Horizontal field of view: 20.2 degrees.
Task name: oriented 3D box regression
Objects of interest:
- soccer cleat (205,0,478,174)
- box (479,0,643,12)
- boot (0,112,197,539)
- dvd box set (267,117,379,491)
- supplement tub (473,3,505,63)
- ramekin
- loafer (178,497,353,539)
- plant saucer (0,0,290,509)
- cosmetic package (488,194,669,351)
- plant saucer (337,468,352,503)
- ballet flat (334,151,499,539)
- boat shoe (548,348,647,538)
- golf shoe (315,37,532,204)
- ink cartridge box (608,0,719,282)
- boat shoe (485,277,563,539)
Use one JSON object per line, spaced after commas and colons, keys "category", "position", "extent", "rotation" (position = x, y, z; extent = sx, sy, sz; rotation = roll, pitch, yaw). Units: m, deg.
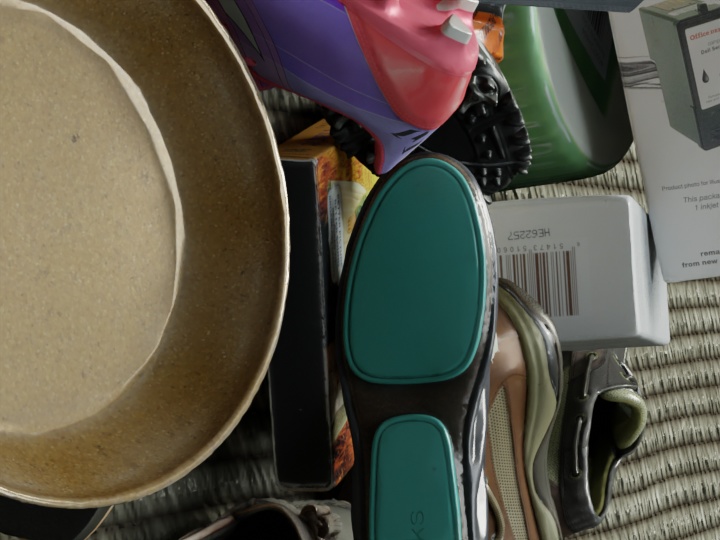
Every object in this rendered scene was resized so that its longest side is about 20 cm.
{"category": "soccer cleat", "position": [-0.049, -0.111, 0.742], "extent": [0.200, 0.077, 0.067], "rotation": [31, 28, -8]}
{"category": "box", "position": [0.099, -0.174, 0.814], "extent": [0.200, 0.158, 0.051], "rotation": [-6, 58, -51]}
{"category": "boot", "position": [-0.080, 0.017, 0.792], "extent": [0.138, 0.077, 0.201], "rotation": [51, 54, -71]}
{"category": "dvd box set", "position": [0.000, 0.000, 0.929], "extent": [0.200, 0.029, 0.147], "rotation": [-40, 129, -69]}
{"category": "supplement tub", "position": [0.014, -0.193, 0.931], "extent": [0.122, 0.122, 0.201], "rotation": [0, 86, -62]}
{"category": "ramekin", "position": [0.082, -0.137, 1.077], "extent": [0.200, 0.097, 0.201], "rotation": [12, 76, -61]}
{"category": "loafer", "position": [-0.042, 0.127, 0.824], "extent": [0.200, 0.072, 0.063], "rotation": [-22, 137, -58]}
{"category": "plant saucer", "position": [-0.106, -0.021, 0.660], "extent": [0.200, 0.035, 0.201], "rotation": [13, 72, -45]}
{"category": "cosmetic package", "position": [0.105, 0.006, 1.058], "extent": [0.200, 0.101, 0.074], "rotation": [9, 78, -78]}
{"category": "plant saucer", "position": [0.031, 0.156, 1.014], "extent": [0.200, 0.032, 0.201], "rotation": [8, 81, -62]}
{"category": "ballet flat", "position": [0.025, 0.053, 0.848], "extent": [0.073, 0.073, 0.201], "rotation": [9, 81, -62]}
{"category": "boat shoe", "position": [0.138, 0.086, 1.194], "extent": [0.201, 0.066, 0.072], "rotation": [-61, 138, -46]}
{"category": "golf shoe", "position": [0.000, -0.110, 0.843], "extent": [0.200, 0.078, 0.095], "rotation": [42, 27, -26]}
{"category": "ink cartridge box", "position": [0.189, -0.115, 1.062], "extent": [0.146, 0.084, 0.201], "rotation": [-54, 133, -64]}
{"category": "boat shoe", "position": [0.047, 0.101, 0.952], "extent": [0.074, 0.076, 0.201], "rotation": [-17, 117, -29]}
